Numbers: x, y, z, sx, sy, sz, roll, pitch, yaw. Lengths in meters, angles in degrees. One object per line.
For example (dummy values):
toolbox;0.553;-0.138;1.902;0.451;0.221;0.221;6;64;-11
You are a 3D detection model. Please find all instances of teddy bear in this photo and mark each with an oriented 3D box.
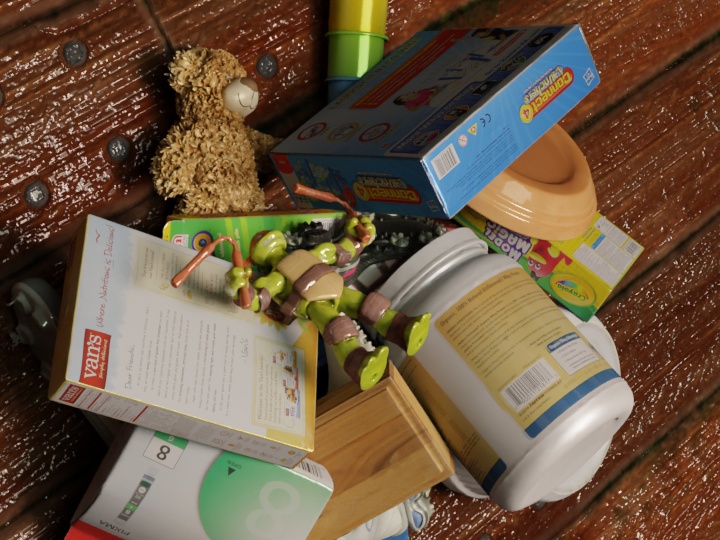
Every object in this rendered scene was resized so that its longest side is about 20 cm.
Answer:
teddy bear;-0.114;-0.083;1.363;0.144;0.067;0.201;22;77;-38

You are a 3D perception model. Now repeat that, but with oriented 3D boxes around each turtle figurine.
turtle figurine;-0.038;0.020;1.242;0.200;0.161;0.065;-25;148;-48

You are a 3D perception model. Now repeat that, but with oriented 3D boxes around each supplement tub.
supplement tub;0.109;0.079;1.355;0.144;0.145;0.200;-28;69;-35

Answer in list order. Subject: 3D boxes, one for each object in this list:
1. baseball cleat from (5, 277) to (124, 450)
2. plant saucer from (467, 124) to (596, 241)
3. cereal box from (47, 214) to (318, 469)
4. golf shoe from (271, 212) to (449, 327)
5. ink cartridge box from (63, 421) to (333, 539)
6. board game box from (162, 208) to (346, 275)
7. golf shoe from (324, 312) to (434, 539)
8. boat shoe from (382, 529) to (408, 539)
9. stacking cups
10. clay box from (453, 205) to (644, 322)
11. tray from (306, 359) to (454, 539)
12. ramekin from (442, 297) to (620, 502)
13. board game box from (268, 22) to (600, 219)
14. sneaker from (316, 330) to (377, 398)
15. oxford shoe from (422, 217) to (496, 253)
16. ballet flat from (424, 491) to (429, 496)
baseball cleat;-0.189;0.073;1.296;0.106;0.070;0.201;-42;111;-31
plant saucer;0.132;-0.108;1.495;0.199;0.038;0.201;23;34;-17
cereal box;-0.126;0.054;1.231;0.199;0.040;0.145;20;52;-23
golf shoe;0.000;0.000;1.393;0.199;0.077;0.089;-12;127;-40
ink cartridge box;-0.138;0.207;1.271;0.160;0.050;0.201;27;100;-17
board game box;-0.091;0.001;1.353;0.199;0.030;0.096;-5;104;-48
golf shoe;-0.008;0.137;1.350;0.097;0.078;0.201;-22;109;-15
boat shoe;0.001;0.216;1.448;0.084;0.068;0.201;19;74;-38
stacking cups;-0.009;-0.146;1.461;0.060;0.060;0.202;4;92;-38
clay box;0.155;-0.048;1.516;0.200;0.048;0.115;38;30;8
tray;-0.036;0.164;1.317;0.199;0.037;0.099;-31;107;10
ramekin;0.154;0.116;1.513;0.200;0.105;0.202;-15;109;-51
board game box;0.059;-0.124;1.352;0.200;0.195;0.056;-41;118;-28
sneaker;-0.045;0.071;1.416;0.200;0.078;0.066;-11;136;-53
oxford shoe;0.091;-0.011;1.536;0.199;0.070;0.075;11;109;-39
ballet flat;0.052;0.123;1.501;0.067;0.046;0.202;13;81;-36
